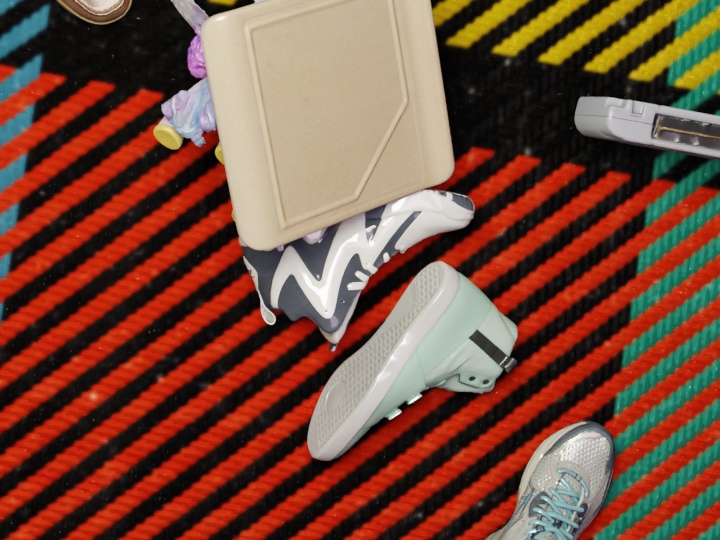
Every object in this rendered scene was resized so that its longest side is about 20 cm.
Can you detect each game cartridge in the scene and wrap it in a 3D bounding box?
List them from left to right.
[{"bbox_3d":[0.287,-0.114,1.519,0.198,0.133,0.042,9,90,-8],"label":"game cartridge"}]

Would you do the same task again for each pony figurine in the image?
[{"bbox_3d":[-0.083,-0.162,1.455,0.193,0.166,0.201,47,55,-27],"label":"pony figurine"}]

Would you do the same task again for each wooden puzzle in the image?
[{"bbox_3d":[-0.025,-0.131,1.410,0.199,0.037,0.186,-20,111,-29],"label":"wooden puzzle"}]

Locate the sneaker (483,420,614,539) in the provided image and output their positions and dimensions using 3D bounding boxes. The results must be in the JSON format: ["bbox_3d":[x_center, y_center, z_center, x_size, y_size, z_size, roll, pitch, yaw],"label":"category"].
[{"bbox_3d":[0.162,0.222,1.537,0.077,0.086,0.201,33,88,-9],"label":"sneaker"}]

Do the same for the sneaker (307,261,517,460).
[{"bbox_3d":[0.050,0.101,1.525,0.118,0.074,0.201,34,101,-28],"label":"sneaker"}]

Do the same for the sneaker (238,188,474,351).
[{"bbox_3d":[0.000,0.000,1.510,0.198,0.079,0.131,-6,94,-8],"label":"sneaker"}]

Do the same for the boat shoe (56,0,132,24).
[{"bbox_3d":[-0.253,-0.291,1.467,0.072,0.068,0.201,-31,96,-6],"label":"boat shoe"}]
